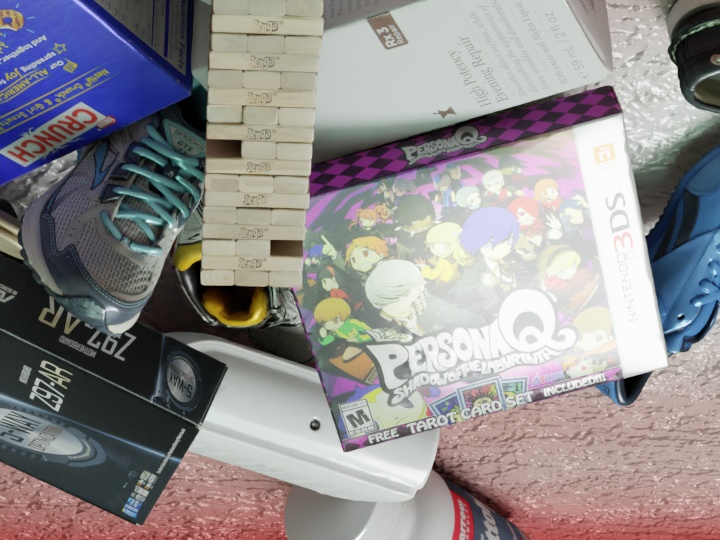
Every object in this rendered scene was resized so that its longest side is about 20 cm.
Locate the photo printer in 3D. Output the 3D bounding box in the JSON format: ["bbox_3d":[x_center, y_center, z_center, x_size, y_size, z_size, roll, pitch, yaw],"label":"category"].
[{"bbox_3d":[-0.067,0.095,1.311,0.199,0.070,0.166,19,169,-16],"label":"photo printer"}]

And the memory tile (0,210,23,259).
[{"bbox_3d":[-0.276,-0.058,1.104,0.200,0.017,0.153,14,163,46],"label":"memory tile"}]

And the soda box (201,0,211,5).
[{"bbox_3d":[-0.024,-0.205,0.938,0.068,0.064,0.200,22,139,-25],"label":"soda box"}]

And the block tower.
[{"bbox_3d":[-0.049,-0.078,0.972,0.058,0.054,0.200,1,129,-4],"label":"block tower"}]

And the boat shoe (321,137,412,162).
[{"bbox_3d":[0.000,0.000,1.161,0.071,0.076,0.201,6,125,35],"label":"boat shoe"}]

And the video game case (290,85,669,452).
[{"bbox_3d":[0.062,0.003,1.106,0.199,0.036,0.182,-15,125,2],"label":"video game case"}]

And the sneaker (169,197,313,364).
[{"bbox_3d":[-0.074,0.010,1.228,0.078,0.082,0.200,-13,146,17],"label":"sneaker"}]

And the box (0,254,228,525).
[{"bbox_3d":[-0.177,0.075,1.190,0.160,0.044,0.200,26,151,-5],"label":"box"}]

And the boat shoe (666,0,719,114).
[{"bbox_3d":[0.264,-0.105,1.080,0.199,0.060,0.076,4,145,-5],"label":"boat shoe"}]

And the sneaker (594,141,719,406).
[{"bbox_3d":[0.204,0.000,1.183,0.066,0.079,0.200,15,126,-40],"label":"sneaker"}]

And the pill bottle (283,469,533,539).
[{"bbox_3d":[0.040,0.210,1.482,0.119,0.120,0.200,-23,139,30],"label":"pill bottle"}]

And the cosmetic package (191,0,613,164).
[{"bbox_3d":[0.021,-0.127,1.042,0.199,0.074,0.102,-17,141,21],"label":"cosmetic package"}]

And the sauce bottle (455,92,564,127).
[{"bbox_3d":[0.084,-0.021,1.157,0.064,0.065,0.200,0,129,0],"label":"sauce bottle"}]

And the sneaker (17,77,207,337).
[{"bbox_3d":[-0.121,-0.047,1.063,0.078,0.200,0.086,38,121,-20],"label":"sneaker"}]

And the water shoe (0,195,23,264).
[{"bbox_3d":[-0.255,0.023,1.259,0.079,0.072,0.200,4,144,-2],"label":"water shoe"}]

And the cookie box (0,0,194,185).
[{"bbox_3d":[-0.212,-0.137,1.025,0.171,0.075,0.200,-22,140,29],"label":"cookie box"}]
